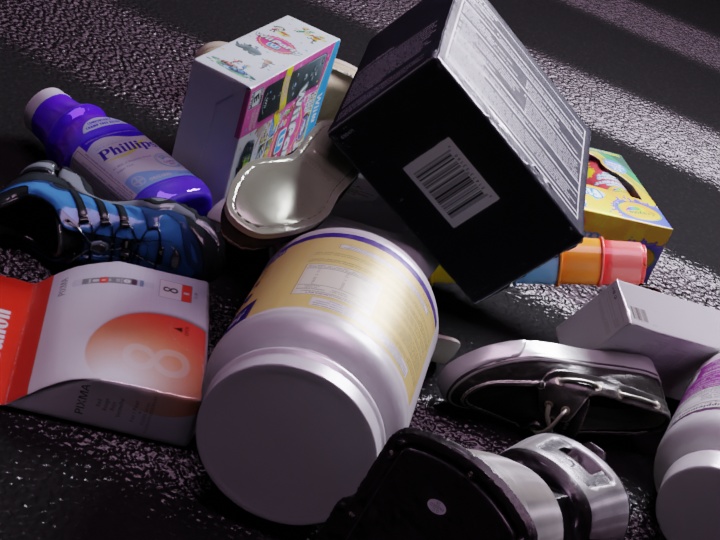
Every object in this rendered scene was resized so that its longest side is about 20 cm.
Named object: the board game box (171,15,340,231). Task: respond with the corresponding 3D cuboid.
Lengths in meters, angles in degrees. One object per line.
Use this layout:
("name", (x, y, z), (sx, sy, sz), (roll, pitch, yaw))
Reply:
("board game box", (-0.101, -0.142, 1.280), (0.064, 0.148, 0.200), (24, 29, 11))

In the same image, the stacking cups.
("stacking cups", (0.162, -0.014, 1.263), (0.199, 0.061, 0.061), (0, 29, 3))

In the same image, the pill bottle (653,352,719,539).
("pill bottle", (0.296, 0.147, 1.087), (0.112, 0.113, 0.200), (28, 29, 12))

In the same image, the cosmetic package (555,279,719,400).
("cosmetic package", (0.273, 0.068, 1.197), (0.199, 0.083, 0.051), (16, 46, -33))

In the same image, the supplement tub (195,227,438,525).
("supplement tub", (-0.028, 0.071, 0.966), (0.145, 0.146, 0.200), (22, 28, 2))

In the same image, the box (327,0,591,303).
("box", (0.093, -0.116, 1.173), (0.200, 0.123, 0.199), (49, 29, -17))

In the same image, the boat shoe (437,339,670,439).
("boat shoe", (0.162, 0.102, 1.115), (0.199, 0.071, 0.064), (2, 47, -17))

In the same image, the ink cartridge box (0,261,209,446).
("ink cartridge box", (-0.210, 0.041, 0.996), (0.199, 0.050, 0.162), (17, 28, -14))

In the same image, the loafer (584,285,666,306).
("loafer", (0.278, 0.054, 1.278), (0.199, 0.071, 0.073), (-4, 37, -39))

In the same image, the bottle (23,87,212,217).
("bottle", (-0.219, -0.093, 1.201), (0.200, 0.066, 0.083), (39, 37, 29))

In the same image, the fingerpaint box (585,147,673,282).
("fingerpaint box", (0.206, -0.077, 1.453), (0.199, 0.074, 0.167), (11, 30, -18))

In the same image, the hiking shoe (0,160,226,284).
("hiking shoe", (-0.206, -0.023, 1.093), (0.199, 0.075, 0.087), (17, 29, 15))

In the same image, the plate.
("plate", (-0.007, -0.060, 1.217), (0.199, 0.032, 0.200), (17, 25, 14))

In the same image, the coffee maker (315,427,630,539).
("coffee maker", (0.057, 0.184, 0.833), (0.200, 0.192, 0.135), (13, 44, -60))

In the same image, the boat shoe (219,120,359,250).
("boat shoe", (-0.057, -0.056, 1.088), (0.072, 0.061, 0.201), (42, 34, 4))

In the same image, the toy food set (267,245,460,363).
("toy food set", (0.000, 0.000, 1.195), (0.143, 0.061, 0.200), (12, 30, -17))

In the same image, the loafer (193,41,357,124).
("loafer", (-0.083, -0.191, 1.462), (0.199, 0.076, 0.068), (8, 31, -5))
